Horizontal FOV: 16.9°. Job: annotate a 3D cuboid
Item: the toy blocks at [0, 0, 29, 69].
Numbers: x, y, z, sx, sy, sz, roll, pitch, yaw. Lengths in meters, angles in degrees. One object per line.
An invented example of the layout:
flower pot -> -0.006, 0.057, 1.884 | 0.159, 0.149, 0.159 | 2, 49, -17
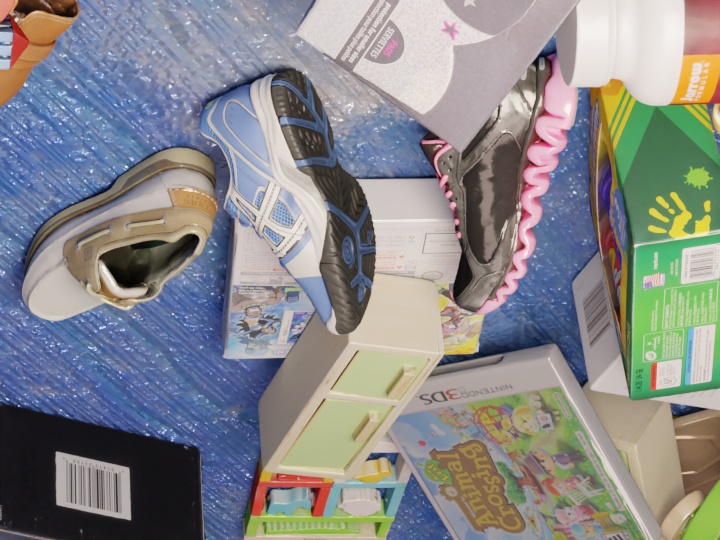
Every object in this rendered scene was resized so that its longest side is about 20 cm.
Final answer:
toy blocks -> -0.232, -0.195, 1.408 | 0.136, 0.100, 0.201 | 1, 123, -15

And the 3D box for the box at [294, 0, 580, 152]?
box -> 0.069, -0.191, 1.415 | 0.132, 0.115, 0.200 | 34, 137, -4

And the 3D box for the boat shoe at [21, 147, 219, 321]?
boat shoe -> -0.177, -0.010, 1.725 | 0.074, 0.069, 0.200 | 21, 138, -34

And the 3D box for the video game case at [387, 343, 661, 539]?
video game case -> 0.122, 0.154, 1.945 | 0.181, 0.022, 0.201 | -12, 121, 35

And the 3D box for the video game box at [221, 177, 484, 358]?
video game box -> 0.000, 0.000, 1.789 | 0.198, 0.047, 0.183 | -1, 144, -8

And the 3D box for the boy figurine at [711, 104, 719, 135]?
boy figurine -> 0.285, -0.083, 1.588 | 0.124, 0.200, 0.065 | 33, 111, -9

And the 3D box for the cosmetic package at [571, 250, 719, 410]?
cosmetic package -> 0.269, 0.046, 1.851 | 0.199, 0.102, 0.071 | 9, 143, -23

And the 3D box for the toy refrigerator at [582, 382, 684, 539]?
toy refrigerator -> 0.220, 0.196, 2.002 | 0.076, 0.070, 0.201 | 11, 132, 31

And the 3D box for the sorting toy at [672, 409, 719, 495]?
sorting toy -> 0.260, 0.179, 2.111 | 0.199, 0.037, 0.185 | -14, 145, 20

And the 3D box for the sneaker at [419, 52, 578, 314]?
sneaker -> 0.082, -0.064, 1.656 | 0.095, 0.079, 0.201 | 10, 117, -10

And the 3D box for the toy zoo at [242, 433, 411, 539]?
toy zoo -> -0.024, 0.177, 2.070 | 0.130, 0.021, 0.200 | 1, 145, -10

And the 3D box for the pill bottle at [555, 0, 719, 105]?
pill bottle -> 0.226, -0.161, 1.525 | 0.198, 0.114, 0.113 | -3, 146, -5

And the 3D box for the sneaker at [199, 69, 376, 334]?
sneaker -> -0.046, -0.045, 1.665 | 0.077, 0.076, 0.201 | -8, 117, 24

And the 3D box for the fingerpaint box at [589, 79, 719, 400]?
fingerpaint box -> 0.202, -0.035, 1.660 | 0.073, 0.168, 0.200 | -8, 147, 0

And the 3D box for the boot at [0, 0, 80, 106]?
boot -> -0.286, -0.158, 1.494 | 0.154, 0.074, 0.199 | -35, 144, 32

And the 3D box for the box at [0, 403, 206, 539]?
box -> -0.260, 0.224, 2.014 | 0.199, 0.124, 0.198 | 15, 142, -28

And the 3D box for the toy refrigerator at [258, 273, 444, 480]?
toy refrigerator -> -0.010, 0.084, 1.813 | 0.075, 0.070, 0.200 | 8, 145, -20

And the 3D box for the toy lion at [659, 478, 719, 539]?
toy lion -> 0.354, 0.156, 1.981 | 0.200, 0.069, 0.192 | -1, 128, -57
